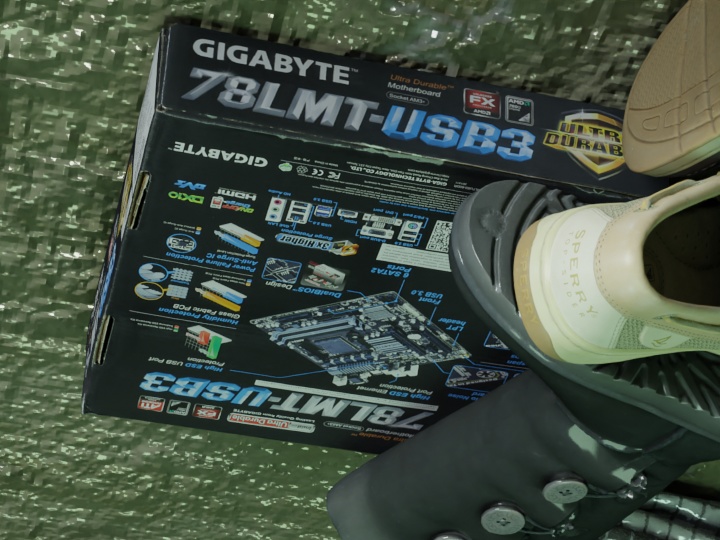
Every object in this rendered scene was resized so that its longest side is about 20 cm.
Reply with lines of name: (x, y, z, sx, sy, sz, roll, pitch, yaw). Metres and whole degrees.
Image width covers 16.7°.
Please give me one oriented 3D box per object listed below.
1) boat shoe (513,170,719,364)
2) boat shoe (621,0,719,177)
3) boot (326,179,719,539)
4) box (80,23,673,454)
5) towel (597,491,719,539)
boat shoe: (0.145, -0.006, 0.878, 0.199, 0.073, 0.065, -6, 174, -41)
boat shoe: (0.168, -0.084, 0.834, 0.065, 0.072, 0.200, 23, 138, -26)
boot: (0.051, 0.056, 0.965, 0.164, 0.066, 0.200, 32, 143, -20)
box: (0.000, 0.000, 0.974, 0.199, 0.050, 0.199, 9, 143, -9)
towel: (0.104, 0.173, 1.164, 0.199, 0.086, 0.166, 11, 141, -10)
